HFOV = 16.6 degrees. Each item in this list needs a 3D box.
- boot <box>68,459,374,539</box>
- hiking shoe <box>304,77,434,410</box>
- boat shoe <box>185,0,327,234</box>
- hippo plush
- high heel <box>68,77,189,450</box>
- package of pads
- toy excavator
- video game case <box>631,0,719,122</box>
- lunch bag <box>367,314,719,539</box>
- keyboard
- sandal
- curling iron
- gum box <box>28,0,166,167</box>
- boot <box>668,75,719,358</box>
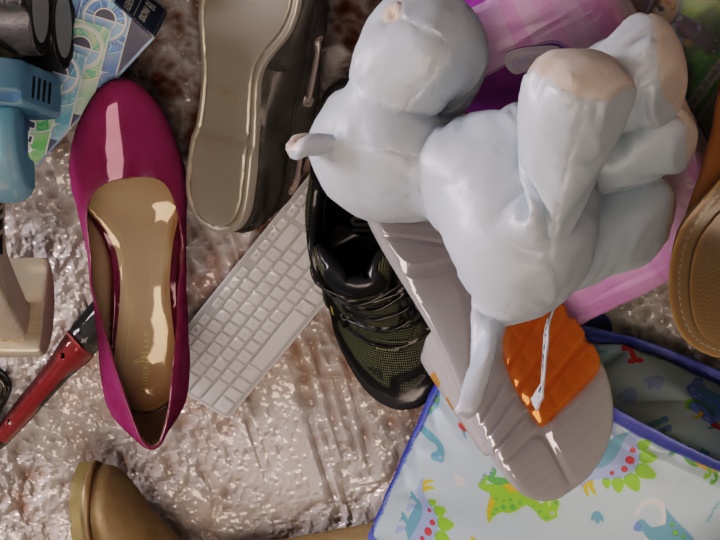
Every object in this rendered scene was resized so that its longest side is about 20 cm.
[{"bbox_3d":[-0.060,0.173,1.489,0.199,0.066,0.176,-9,127,12],"label":"boot"},{"bbox_3d":[0.000,0.000,1.360,0.075,0.101,0.201,-2,117,19],"label":"hiking shoe"},{"bbox_3d":[-0.052,-0.117,1.355,0.067,0.057,0.201,27,117,29],"label":"boat shoe"},{"bbox_3d":[0.062,-0.055,1.230,0.160,0.159,0.201,28,104,28],"label":"hippo plush"},{"bbox_3d":[-0.120,-0.003,1.366,0.067,0.096,0.201,-10,122,-8],"label":"high heel"},{"bbox_3d":[0.113,-0.074,1.311,0.120,0.076,0.200,-27,110,16],"label":"package of pads"},{"bbox_3d":[-0.205,-0.054,1.313,0.099,0.194,0.201,1,88,5],"label":"toy excavator"},{"bbox_3d":[0.131,-0.159,1.322,0.182,0.022,0.200,31,116,-9],"label":"video game case"},{"bbox_3d":[0.122,0.123,1.403,0.199,0.128,0.171,20,117,-5],"label":"lunch bag"},{"bbox_3d":[-0.044,0.005,1.430,0.056,0.011,0.200,35,115,-10],"label":"keyboard"},{"bbox_3d":[0.063,0.024,1.313,0.079,0.059,0.207,-30,92,-18],"label":"sandal"},{"bbox_3d":[-0.175,0.040,1.454,0.050,0.026,0.200,43,113,-16],"label":"curling iron"},{"bbox_3d":[-0.238,-0.143,1.362,0.200,0.045,0.170,40,114,-14],"label":"gum box"},{"bbox_3d":[0.210,-0.068,1.260,0.073,0.155,0.201,15,116,4],"label":"boot"}]
